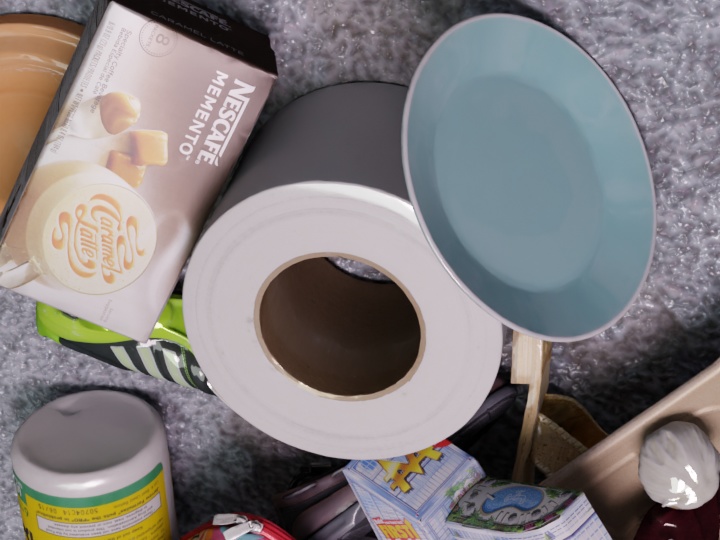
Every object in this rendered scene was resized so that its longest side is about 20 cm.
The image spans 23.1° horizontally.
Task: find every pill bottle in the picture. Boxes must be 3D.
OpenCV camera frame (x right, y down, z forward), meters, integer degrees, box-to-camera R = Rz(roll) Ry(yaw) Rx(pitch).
[{"bbox_3d":[-0.190,0.199,1.298,0.112,0.113,0.201,4,122,10],"label":"pill bottle"}]

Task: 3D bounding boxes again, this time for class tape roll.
[{"bbox_3d":[0.000,0.000,1.117,0.202,0.139,0.204,5,122,9],"label":"tape roll"}]

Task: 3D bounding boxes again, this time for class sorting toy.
[{"bbox_3d":[0.226,0.139,1.177,0.200,0.037,0.185,-42,129,21],"label":"sorting toy"}]

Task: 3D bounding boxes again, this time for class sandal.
[{"bbox_3d":[0.140,0.111,1.192,0.069,0.078,0.213,4,116,13],"label":"sandal"}]

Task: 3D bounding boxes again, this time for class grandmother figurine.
[{"bbox_3d":[0.208,0.179,1.145,0.060,0.121,0.201,26,141,36],"label":"grandmother figurine"}]

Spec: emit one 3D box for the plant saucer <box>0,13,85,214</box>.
[{"bbox_3d":[-0.214,-0.074,1.184,0.199,0.032,0.201,6,122,10],"label":"plant saucer"}]

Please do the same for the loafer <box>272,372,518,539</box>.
[{"bbox_3d":[0.018,0.127,1.224,0.200,0.072,0.063,-42,72,14],"label":"loafer"}]

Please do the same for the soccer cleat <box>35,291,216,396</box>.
[{"bbox_3d":[-0.130,0.049,1.227,0.199,0.068,0.081,20,156,-12],"label":"soccer cleat"}]

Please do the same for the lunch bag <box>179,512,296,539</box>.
[{"bbox_3d":[-0.045,0.253,1.219,0.200,0.082,0.176,37,148,-9],"label":"lunch bag"}]

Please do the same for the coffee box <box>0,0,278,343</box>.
[{"bbox_3d":[-0.145,-0.071,1.106,0.114,0.080,0.201,23,111,-16],"label":"coffee box"}]

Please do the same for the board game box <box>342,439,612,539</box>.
[{"bbox_3d":[0.085,0.188,1.131,0.200,0.062,0.200,-1,128,57],"label":"board game box"}]

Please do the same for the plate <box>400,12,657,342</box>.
[{"bbox_3d":[0.097,-0.054,1.041,0.200,0.200,0.026,48,143,-17],"label":"plate"}]

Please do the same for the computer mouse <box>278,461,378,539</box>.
[{"bbox_3d":[0.038,0.219,1.298,0.199,0.053,0.139,13,114,13],"label":"computer mouse"}]
